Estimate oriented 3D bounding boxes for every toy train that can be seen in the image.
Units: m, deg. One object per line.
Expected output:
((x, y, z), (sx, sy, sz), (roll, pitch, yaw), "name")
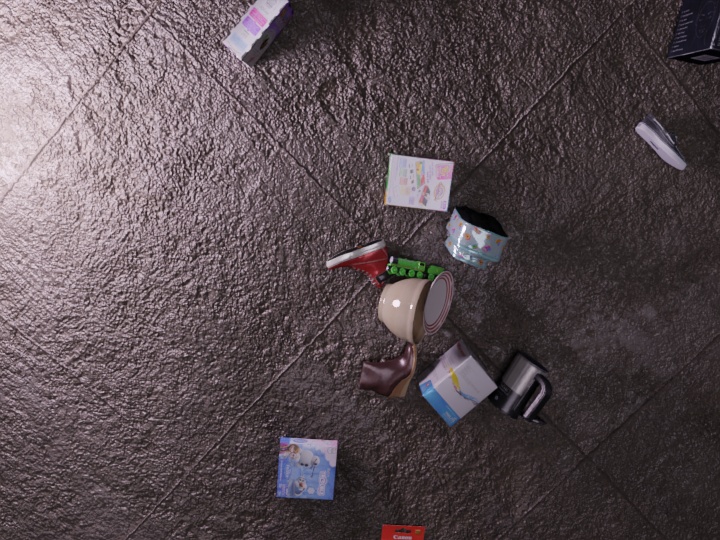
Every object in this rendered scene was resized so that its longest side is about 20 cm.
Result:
((0.173, -0.003, 1.764), (0.196, 0.042, 0.058), (12, 84, -18), "toy train")

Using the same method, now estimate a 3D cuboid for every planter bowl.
((0.135, 0.114, 1.746), (0.132, 0.199, 0.205), (13, 103, 23), "planter bowl")

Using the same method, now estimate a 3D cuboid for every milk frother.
((0.555, 0.398, 1.856), (0.198, 0.180, 0.190), (20, 106, -51), "milk frother")

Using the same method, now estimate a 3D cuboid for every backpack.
((0.345, -0.096, 1.689), (0.172, 0.200, 0.156), (21, 102, -8), "backpack")

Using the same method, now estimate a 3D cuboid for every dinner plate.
((0.236, 0.098, 1.752), (0.024, 0.199, 0.205), (15, 104, 31), "dinner plate")

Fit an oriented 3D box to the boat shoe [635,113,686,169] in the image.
((0.930, -0.393, 1.719), (0.199, 0.072, 0.068), (42, 99, -3), "boat shoe")

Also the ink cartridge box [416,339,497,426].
((0.307, 0.358, 1.815), (0.199, 0.147, 0.146), (-41, 101, 7), "ink cartridge box")

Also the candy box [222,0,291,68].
((-0.276, -0.667, 1.552), (0.071, 0.168, 0.200), (41, 98, -10), "candy box")

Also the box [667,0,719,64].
((0.997, -0.700, 1.584), (0.121, 0.200, 0.201), (8, 103, -6), "box")

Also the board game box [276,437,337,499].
((-0.181, 0.673, 1.916), (0.194, 0.043, 0.205), (4, 102, -5), "board game box")

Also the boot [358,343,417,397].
((0.089, 0.316, 1.834), (0.162, 0.073, 0.204), (13, 105, -7), "boot")

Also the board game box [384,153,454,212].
((0.178, -0.267, 1.725), (0.195, 0.040, 0.157), (7, 102, -4), "board game box")

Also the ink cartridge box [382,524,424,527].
((0.147, 1.006, 2.002), (0.158, 0.050, 0.205), (4, 105, -4), "ink cartridge box")

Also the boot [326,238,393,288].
((0.000, 0.000, 1.764), (0.196, 0.072, 0.147), (-17, 104, -2), "boot")
